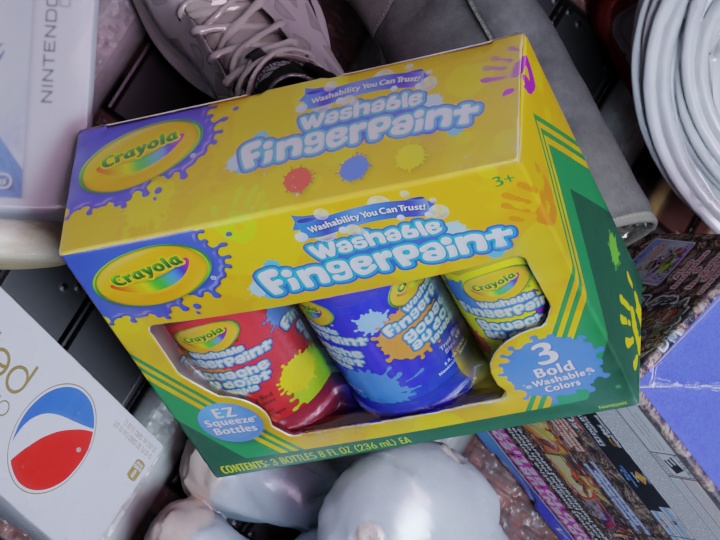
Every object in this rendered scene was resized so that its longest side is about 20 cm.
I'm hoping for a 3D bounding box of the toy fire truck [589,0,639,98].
[{"bbox_3d":[0.184,-0.157,1.433,0.167,0.112,0.201,-32,108,1],"label":"toy fire truck"}]

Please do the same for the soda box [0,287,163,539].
[{"bbox_3d":[-0.168,0.046,1.241,0.068,0.063,0.200,-55,141,-13],"label":"soda box"}]

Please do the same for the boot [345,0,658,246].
[{"bbox_3d":[0.084,-0.104,1.341,0.181,0.073,0.201,-28,64,-1],"label":"boot"}]

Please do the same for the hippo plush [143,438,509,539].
[{"bbox_3d":[-0.001,0.152,1.316,0.159,0.161,0.201,-29,103,-22],"label":"hippo plush"}]

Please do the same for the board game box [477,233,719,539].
[{"bbox_3d":[0.148,0.072,1.363,0.097,0.200,0.160,-45,109,-18],"label":"board game box"}]

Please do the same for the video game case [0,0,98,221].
[{"bbox_3d":[-0.210,-0.116,1.233,0.198,0.022,0.184,3,80,-4],"label":"video game case"}]

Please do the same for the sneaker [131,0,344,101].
[{"bbox_3d":[-0.038,-0.099,1.289,0.075,0.115,0.201,-33,83,-8],"label":"sneaker"}]

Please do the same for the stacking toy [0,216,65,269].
[{"bbox_3d":[-0.163,-0.103,1.282,0.085,0.085,0.202,2,85,-25],"label":"stacking toy"}]

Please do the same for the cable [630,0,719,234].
[{"bbox_3d":[0.225,-0.098,1.368,0.200,0.200,0.069,38,31,-9],"label":"cable"}]

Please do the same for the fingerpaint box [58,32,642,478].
[{"bbox_3d":[0.000,0.000,1.217,0.167,0.199,0.074,60,26,-46],"label":"fingerpaint box"}]
